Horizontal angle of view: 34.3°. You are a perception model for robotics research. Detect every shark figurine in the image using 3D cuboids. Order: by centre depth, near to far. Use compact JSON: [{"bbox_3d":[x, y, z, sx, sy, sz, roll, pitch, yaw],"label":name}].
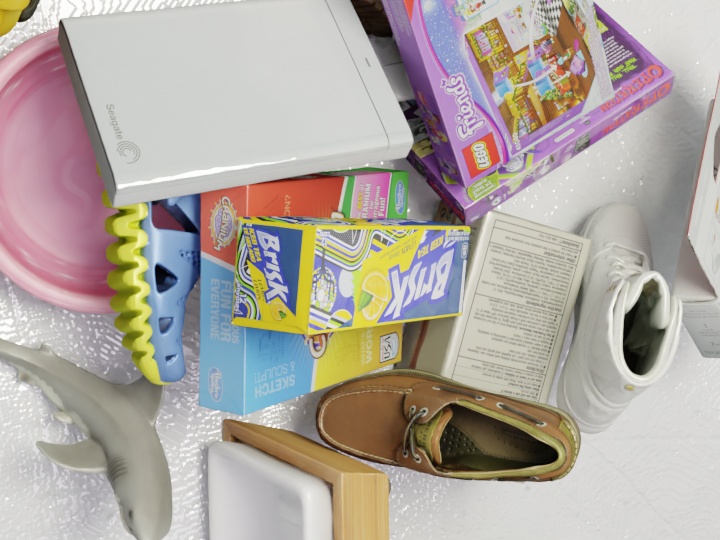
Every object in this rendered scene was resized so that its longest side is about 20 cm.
[{"bbox_3d":[-0.186,0.085,0.825,0.214,0.128,0.090,43,107,5],"label":"shark figurine"}]

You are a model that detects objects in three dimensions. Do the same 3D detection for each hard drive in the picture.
[{"bbox_3d":[-0.079,-0.116,0.753,0.199,0.027,0.132,-12,65,-24],"label":"hard drive"}]

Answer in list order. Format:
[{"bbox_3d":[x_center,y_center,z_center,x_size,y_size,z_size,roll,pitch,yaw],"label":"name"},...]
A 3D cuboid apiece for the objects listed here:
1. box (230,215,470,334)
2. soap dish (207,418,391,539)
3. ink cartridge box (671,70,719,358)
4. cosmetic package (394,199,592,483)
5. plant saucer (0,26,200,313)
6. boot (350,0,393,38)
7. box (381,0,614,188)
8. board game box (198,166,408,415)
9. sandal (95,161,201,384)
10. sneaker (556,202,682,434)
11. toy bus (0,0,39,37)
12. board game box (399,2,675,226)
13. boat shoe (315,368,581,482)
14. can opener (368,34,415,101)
[{"bbox_3d":[0.000,0.000,0.791,0.200,0.064,0.070,-3,99,-58],"label":"box"},{"bbox_3d":[-0.044,0.221,0.871,0.081,0.157,0.201,-8,102,-36],"label":"soap dish"},{"bbox_3d":[0.281,-0.058,0.922,0.174,0.043,0.201,48,52,-43],"label":"ink cartridge box"},{"bbox_3d":[0.096,0.054,0.925,0.103,0.087,0.201,15,93,-23],"label":"cosmetic package"},{"bbox_3d":[-0.179,-0.072,0.819,0.200,0.051,0.202,-4,101,-20],"label":"plant saucer"},{"bbox_3d":[-0.027,-0.255,0.837,0.200,0.075,0.107,38,72,-27],"label":"boot"},{"bbox_3d":[0.091,-0.174,0.798,0.137,0.039,0.200,-31,126,-12],"label":"box"},{"bbox_3d":[-0.036,0.007,0.834,0.200,0.040,0.154,-13,107,-56],"label":"board game box"},{"bbox_3d":[-0.127,-0.022,0.782,0.087,0.079,0.201,-6,103,-24],"label":"sandal"},{"bbox_3d":[0.209,0.015,0.890,0.073,0.116,0.201,17,61,-8],"label":"sneaker"},{"bbox_3d":[-0.272,-0.176,0.723,0.135,0.200,0.192,10,131,-21],"label":"toy bus"},{"bbox_3d":[0.125,-0.130,0.896,0.200,0.120,0.032,-32,147,-12],"label":"board game box"},{"bbox_3d":[0.056,0.111,0.835,0.199,0.068,0.072,2,91,17],"label":"boat shoe"},{"bbox_3d":[-0.015,-0.134,0.838,0.199,0.066,0.053,-14,76,-27],"label":"can opener"}]
